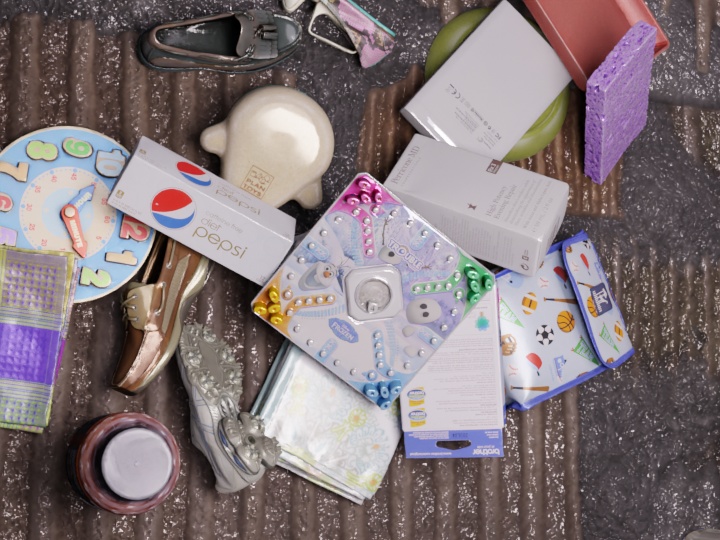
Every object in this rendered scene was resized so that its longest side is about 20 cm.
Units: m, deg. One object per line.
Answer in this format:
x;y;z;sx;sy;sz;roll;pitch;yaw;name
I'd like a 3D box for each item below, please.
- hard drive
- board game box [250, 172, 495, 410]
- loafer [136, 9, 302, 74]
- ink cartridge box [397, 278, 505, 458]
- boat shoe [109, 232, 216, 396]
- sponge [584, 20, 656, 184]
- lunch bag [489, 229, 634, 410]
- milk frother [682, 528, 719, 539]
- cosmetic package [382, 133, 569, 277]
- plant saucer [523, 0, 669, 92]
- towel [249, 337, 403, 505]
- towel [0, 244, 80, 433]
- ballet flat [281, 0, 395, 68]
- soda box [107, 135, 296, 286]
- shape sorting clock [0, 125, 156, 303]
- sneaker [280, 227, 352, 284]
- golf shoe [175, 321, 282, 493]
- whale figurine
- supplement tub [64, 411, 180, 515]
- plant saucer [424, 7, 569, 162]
0.158;-0.218;1.657;0.132;0.027;0.200;44;72;-9;hard drive
0.015;0.027;1.488;0.200;0.026;0.200;38;100;-13;board game box
-0.157;-0.267;1.572;0.199;0.063;0.072;-10;86;-19;loafer
0.103;0.113;1.542;0.119;0.042;0.201;-3;92;11;ink cartridge box
-0.233;0.040;1.498;0.074;0.076;0.200;35;64;-26;boat shoe
0.317;-0.203;1.658;0.030;0.200;0.112;32;69;23;sponge
0.223;0.060;1.624;0.200;0.124;0.170;-21;90;-24;lunch bag
0.438;0.411;1.612;0.199;0.188;0.181;-10;85;-19;milk frother
0.132;-0.078;1.579;0.200;0.074;0.102;20;52;15;cosmetic package
0.286;-0.329;1.711;0.200;0.037;0.200;-37;95;-41;plant saucer
-0.027;0.151;1.570;0.171;0.048;0.200;29;75;-16;towel
-0.390;0.067;1.458;0.143;0.023;0.201;11;87;-11;towel
-0.048;-0.320;1.621;0.200;0.069;0.071;43;92;-9;ballet flat
-0.173;-0.066;1.492;0.200;0.064;0.068;28;113;-13;soda box
-0.326;-0.063;1.503;0.199;0.039;0.201;3;82;-18;shape sorting clock
0.000;0.000;1.561;0.199;0.115;0.075;15;79;-16;sneaker
-0.171;0.156;1.507;0.078;0.097;0.200;2;53;-46;golf shoe
-0.116;-0.119;1.563;0.159;0.104;0.200;28;100;-12;whale figurine
-0.248;0.201;1.408;0.107;0.200;0.107;2;83;-17;supplement tub
0.179;-0.238;1.697;0.199;0.031;0.201;2;82;-17;plant saucer
